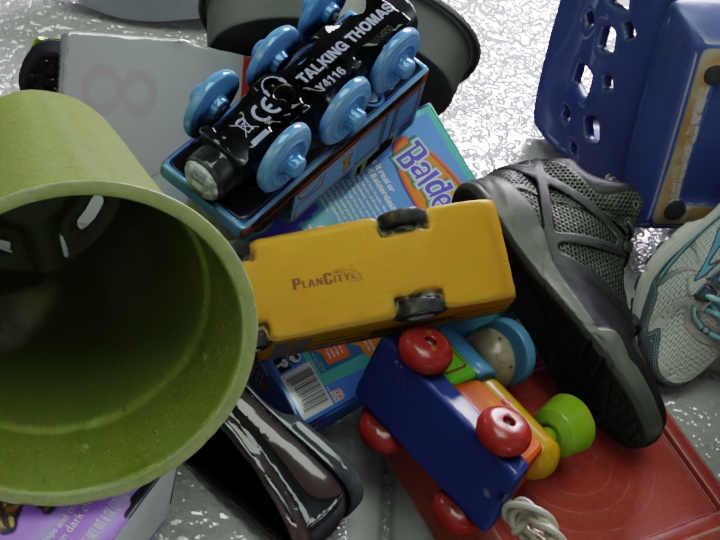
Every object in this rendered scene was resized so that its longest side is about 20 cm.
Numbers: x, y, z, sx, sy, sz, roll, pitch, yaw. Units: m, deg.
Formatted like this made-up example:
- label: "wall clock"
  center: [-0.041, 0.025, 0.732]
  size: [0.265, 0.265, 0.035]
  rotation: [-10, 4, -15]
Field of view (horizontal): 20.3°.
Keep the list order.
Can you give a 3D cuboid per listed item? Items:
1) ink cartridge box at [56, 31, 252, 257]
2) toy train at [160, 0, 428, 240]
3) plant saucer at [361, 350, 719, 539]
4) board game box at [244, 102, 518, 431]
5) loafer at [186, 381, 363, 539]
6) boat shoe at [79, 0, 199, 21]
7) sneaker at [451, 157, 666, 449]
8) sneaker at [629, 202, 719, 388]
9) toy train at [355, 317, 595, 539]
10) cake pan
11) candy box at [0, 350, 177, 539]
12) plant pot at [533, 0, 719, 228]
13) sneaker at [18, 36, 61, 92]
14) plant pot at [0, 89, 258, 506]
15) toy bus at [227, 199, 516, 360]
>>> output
- label: "ink cartridge box"
  center: [-0.101, -0.064, 1.308]
  size: [0.198, 0.057, 0.164]
  rotation: [3, 88, -8]
- label: "toy train"
  center: [-0.036, -0.092, 1.232]
  size: [0.086, 0.115, 0.200]
  rotation: [36, 57, 17]
- label: "plant saucer"
  center: [0.131, 0.126, 1.267]
  size: [0.198, 0.037, 0.201]
  rotation: [-15, 53, -26]
- label: "board game box"
  center: [0.000, 0.000, 1.295]
  size: [0.199, 0.045, 0.153]
  rotation: [-27, 79, -25]
- label: "loafer"
  center: [-0.092, 0.095, 1.215]
  size: [0.199, 0.072, 0.063]
  rotation: [35, 53, 13]
- label: "boat shoe"
  center: [-0.132, -0.223, 1.500]
  size: [0.198, 0.069, 0.057]
  rotation: [8, 28, -10]
- label: "sneaker"
  center: [0.153, 0.010, 1.277]
  size: [0.114, 0.076, 0.200]
  rotation: [-26, 73, -26]
- label: "sneaker"
  center: [0.249, -0.005, 1.313]
  size: [0.077, 0.201, 0.086]
  rotation: [28, 11, -22]
- label: "toy train"
  center: [0.100, 0.110, 1.201]
  size: [0.115, 0.085, 0.200]
  rotation: [-18, 54, -44]
- label: "cake pan"
  center: [-0.017, -0.148, 1.381]
  size: [0.198, 0.200, 0.037]
  rotation: [12, 71, -4]
- label: "candy box"
  center: [-0.230, 0.128, 1.143]
  size: [0.199, 0.072, 0.168]
  rotation: [27, 47, 10]
- label: "plant pot"
  center: [0.253, -0.140, 1.406]
  size: [0.198, 0.201, 0.180]
  rotation: [0, 36, -16]
- label: "sneaker"
  center: [-0.140, -0.109, 1.383]
  size: [0.199, 0.072, 0.083]
  rotation: [33, 22, -1]
- label: "plant pot"
  center: [-0.173, -0.005, 1.127]
  size: [0.198, 0.202, 0.190]
  rotation: [-2, 31, -16]
- label: "toy bus"
  center: [-0.010, 0.008, 1.205]
  size: [0.198, 0.078, 0.066]
  rotation: [-11, 81, -8]
